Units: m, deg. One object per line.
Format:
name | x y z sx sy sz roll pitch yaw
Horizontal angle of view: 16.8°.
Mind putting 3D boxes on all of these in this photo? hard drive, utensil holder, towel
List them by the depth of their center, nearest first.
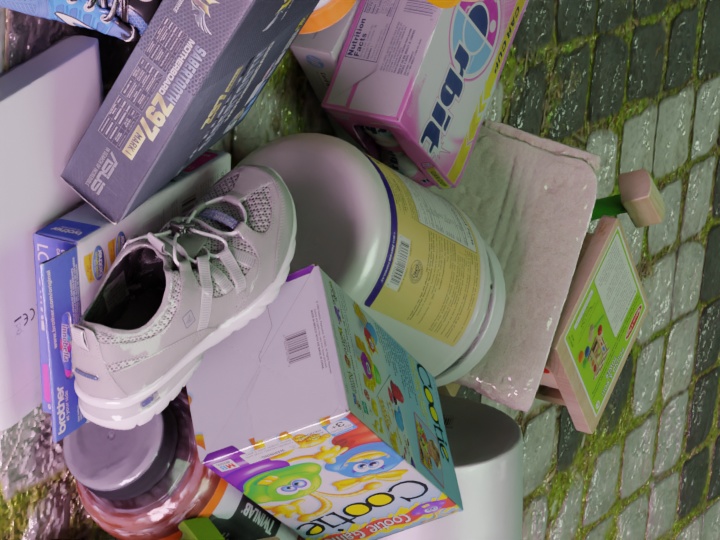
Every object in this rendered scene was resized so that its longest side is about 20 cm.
hard drive | -0.193 -0.023 1.453 0.132 0.027 0.201 -40 136 -49
towel | 0.094 -0.010 1.806 0.034 0.132 0.201 112 -3 -84
utensil holder | 0.041 0.214 1.845 0.170 0.169 0.201 -27 124 -55

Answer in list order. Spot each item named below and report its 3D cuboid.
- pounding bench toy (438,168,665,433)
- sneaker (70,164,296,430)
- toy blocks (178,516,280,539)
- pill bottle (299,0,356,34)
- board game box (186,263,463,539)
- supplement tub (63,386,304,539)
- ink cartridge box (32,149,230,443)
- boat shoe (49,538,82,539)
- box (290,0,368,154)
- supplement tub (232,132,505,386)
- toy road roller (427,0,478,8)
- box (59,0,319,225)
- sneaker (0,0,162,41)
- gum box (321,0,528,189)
pounding bench toy | 0.138 -0.001 1.939 0.201 0.155 0.124 -62 148 -25
sneaker | -0.101 0.001 1.441 0.200 0.074 0.082 -56 148 -35
toy blocks | -0.118 0.237 1.509 0.199 0.100 0.137 -2 136 -55
pill bottle | -0.061 -0.233 1.519 0.107 0.106 0.200 -64 149 -22
board game box | -0.024 0.094 1.559 0.200 0.102 0.105 45 28 -57
supplement tub | -0.116 0.138 1.582 0.200 0.106 0.108 44 63 -59
ink cartridge box | -0.144 0.011 1.489 0.200 0.042 0.120 -38 133 -54
boat shoe | -0.202 0.221 1.509 0.066 0.072 0.201 -55 169 18
box | 0.025 -0.162 1.782 0.157 0.041 0.200 -63 148 -24
supplement tub | 0.000 0.000 1.674 0.200 0.145 0.146 26 79 -55
toy road roller | 0.041 -0.286 1.586 0.123 0.200 0.146 -53 180 -36
box | -0.081 -0.136 1.429 0.200 0.051 0.158 -54 173 38
sneaker | -0.159 -0.175 1.382 0.200 0.089 0.079 1 100 -62
gum box | 0.052 -0.165 1.714 0.113 0.066 0.201 43 65 -57
